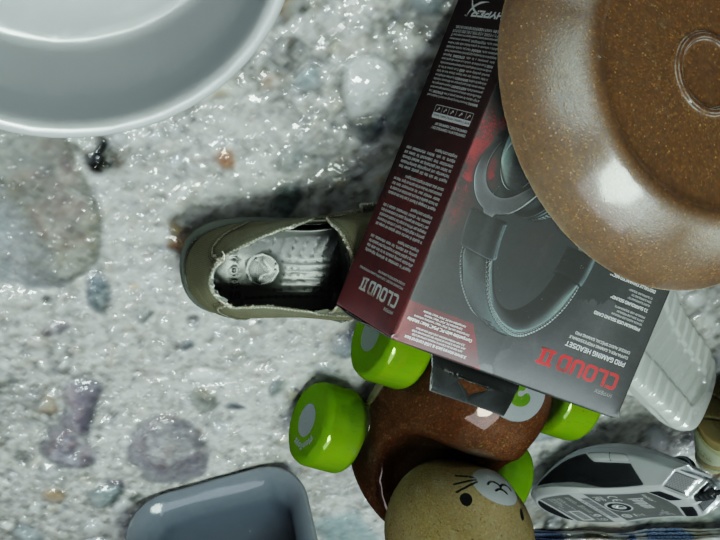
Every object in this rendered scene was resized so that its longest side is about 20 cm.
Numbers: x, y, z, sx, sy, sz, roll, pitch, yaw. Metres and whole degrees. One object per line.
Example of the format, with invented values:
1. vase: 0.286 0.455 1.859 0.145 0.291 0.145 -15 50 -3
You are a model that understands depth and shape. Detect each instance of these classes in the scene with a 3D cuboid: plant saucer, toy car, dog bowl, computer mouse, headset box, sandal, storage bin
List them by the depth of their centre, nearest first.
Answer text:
1. dog bowl: -0.130 -0.162 0.598 0.199 0.079 0.201 -6 131 -7
2. plant saucer: 0.158 -0.091 0.661 0.200 0.201 0.037 18 165 -26
3. headset box: 0.090 -0.024 0.714 0.148 0.077 0.201 21 92 -27
4. toy car: 0.067 0.138 0.818 0.164 0.200 0.158 19 124 -27
5. sandal: 0.165 0.038 0.853 0.050 0.083 0.203 7 146 41
6. storage bin: -0.079 0.259 0.901 0.145 0.201 0.135 -15 141 0
7. computer mouse: 0.203 0.136 0.917 0.199 0.044 0.110 -11 148 39

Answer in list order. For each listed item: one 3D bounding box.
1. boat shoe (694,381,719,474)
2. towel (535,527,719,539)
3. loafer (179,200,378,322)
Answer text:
1. boat shoe: 0.328 0.098 0.935 0.200 0.073 0.063 -14 143 1
2. towel: 0.195 0.248 1.061 0.199 0.024 0.147 0 132 -11
3. loafer: 0.000 0.000 0.758 0.199 0.070 0.076 -8 102 -5
